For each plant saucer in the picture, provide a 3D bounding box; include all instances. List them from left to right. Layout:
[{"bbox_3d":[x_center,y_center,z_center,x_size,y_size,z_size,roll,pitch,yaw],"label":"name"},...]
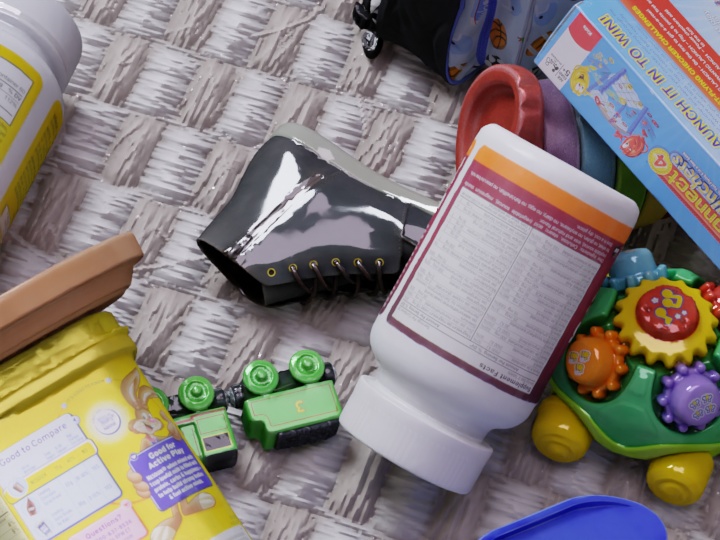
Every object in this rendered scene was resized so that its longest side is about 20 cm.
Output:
[{"bbox_3d":[-0.213,0.040,1.559,0.200,0.200,0.032,-30,89,-22],"label":"plant saucer"}]

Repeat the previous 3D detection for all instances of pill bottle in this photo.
[{"bbox_3d":[-0.255,-0.085,1.683,0.114,0.115,0.201,17,55,8],"label":"pill bottle"},{"bbox_3d":[0.073,0.024,1.584,0.109,0.110,0.201,30,95,16],"label":"pill bottle"}]

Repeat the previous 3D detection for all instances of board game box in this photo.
[{"bbox_3d":[0.240,-0.108,1.669,0.200,0.056,0.195,49,46,10],"label":"board game box"}]

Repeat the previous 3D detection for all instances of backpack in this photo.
[{"bbox_3d":[0.107,-0.232,1.777,0.154,0.201,0.191,33,52,13],"label":"backpack"}]

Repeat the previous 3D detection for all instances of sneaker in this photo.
[{"bbox_3d":[0.000,0.000,1.678,0.199,0.075,0.106,31,69,18],"label":"sneaker"}]

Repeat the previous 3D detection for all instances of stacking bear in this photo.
[{"bbox_3d":[0.172,-0.074,1.714,0.199,0.122,0.114,-1,12,-19],"label":"stacking bear"}]

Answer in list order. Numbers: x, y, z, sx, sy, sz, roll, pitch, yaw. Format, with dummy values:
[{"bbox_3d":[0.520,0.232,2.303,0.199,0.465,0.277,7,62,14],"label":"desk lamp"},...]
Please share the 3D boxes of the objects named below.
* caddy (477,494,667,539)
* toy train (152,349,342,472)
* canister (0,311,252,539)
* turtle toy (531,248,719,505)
[{"bbox_3d":[0.114,0.213,1.459,0.199,0.105,0.141,-16,54,-43],"label":"caddy"},{"bbox_3d":[-0.105,0.097,1.613,0.199,0.042,0.057,-14,68,-13],"label":"toy train"},{"bbox_3d":[-0.150,0.146,1.519,0.148,0.087,0.201,-30,77,-19],"label":"canister"},{"bbox_3d":[0.202,0.059,1.623,0.199,0.101,0.146,20,56,10],"label":"turtle toy"}]
